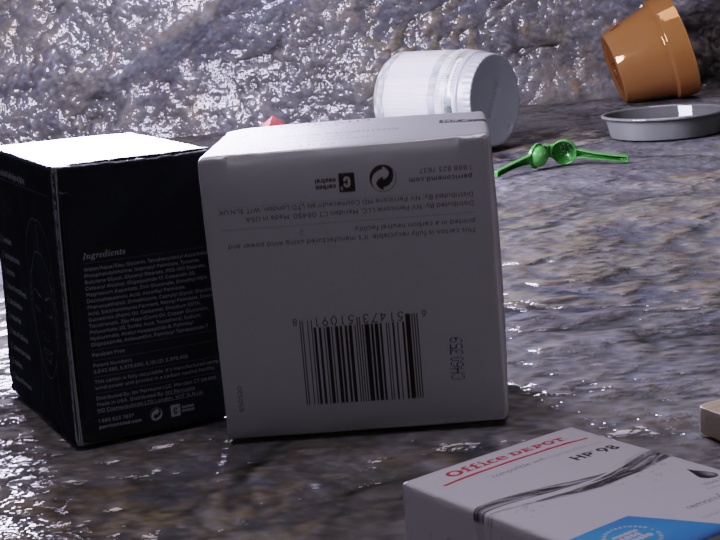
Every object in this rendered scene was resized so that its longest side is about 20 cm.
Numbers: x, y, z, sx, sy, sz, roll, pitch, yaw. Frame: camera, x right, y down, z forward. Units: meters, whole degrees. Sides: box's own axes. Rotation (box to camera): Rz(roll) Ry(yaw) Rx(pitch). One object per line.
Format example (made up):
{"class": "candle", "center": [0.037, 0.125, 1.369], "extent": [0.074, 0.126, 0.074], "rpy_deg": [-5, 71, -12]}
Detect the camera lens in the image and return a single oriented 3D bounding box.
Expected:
{"class": "camera lens", "center": [0.132, -0.271, 2.557], "extent": [0.199, 0.161, 0.160], "rpy_deg": [4, 14, 39]}

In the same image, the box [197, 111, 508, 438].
{"class": "box", "center": [0.000, 0.000, 1.126], "extent": [0.197, 0.202, 0.131], "rpy_deg": [-5, 11, 4]}

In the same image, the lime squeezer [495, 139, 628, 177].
{"class": "lime squeezer", "center": [0.272, -0.155, 2.266], "extent": [0.199, 0.038, 0.071], "rpy_deg": [-7, 42, -14]}

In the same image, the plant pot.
{"class": "plant pot", "center": [0.544, -0.407, 3.043], "extent": [0.139, 0.201, 0.200], "rpy_deg": [-21, 11, 3]}

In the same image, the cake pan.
{"class": "cake pan", "center": [0.480, -0.234, 2.533], "extent": [0.199, 0.037, 0.200], "rpy_deg": [-5, 11, 1]}

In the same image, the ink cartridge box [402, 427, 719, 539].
{"class": "ink cartridge box", "center": [0.100, 0.130, 0.765], "extent": [0.115, 0.067, 0.199], "rpy_deg": [-13, 14, -33]}

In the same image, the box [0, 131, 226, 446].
{"class": "box", "center": [-0.191, 0.005, 1.199], "extent": [0.123, 0.198, 0.200], "rpy_deg": [-10, 13, -24]}

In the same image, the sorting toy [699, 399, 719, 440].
{"class": "sorting toy", "center": [0.341, 0.067, 0.968], "extent": [0.199, 0.070, 0.199], "rpy_deg": [-10, 12, -24]}

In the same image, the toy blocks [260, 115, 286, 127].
{"class": "toy blocks", "center": [-0.062, -0.112, 1.894], "extent": [0.099, 0.138, 0.200], "rpy_deg": [-10, 12, -24]}
